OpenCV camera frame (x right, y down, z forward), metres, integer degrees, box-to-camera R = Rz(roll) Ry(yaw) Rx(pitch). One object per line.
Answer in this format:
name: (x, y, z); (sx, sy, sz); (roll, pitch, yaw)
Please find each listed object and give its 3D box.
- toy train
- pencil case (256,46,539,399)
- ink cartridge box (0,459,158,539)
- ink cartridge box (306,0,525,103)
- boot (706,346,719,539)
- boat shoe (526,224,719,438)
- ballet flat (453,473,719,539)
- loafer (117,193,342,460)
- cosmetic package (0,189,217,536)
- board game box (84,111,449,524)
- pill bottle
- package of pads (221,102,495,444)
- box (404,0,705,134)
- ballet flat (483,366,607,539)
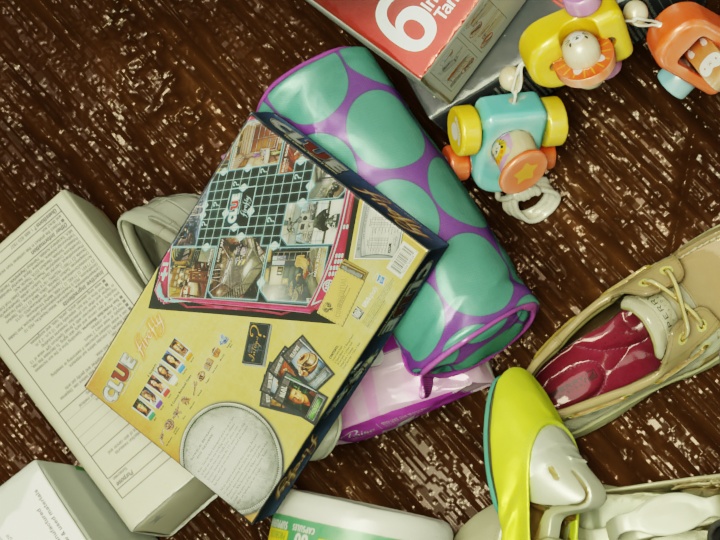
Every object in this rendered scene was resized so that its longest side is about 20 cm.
toy train: (0.145, -0.095, 1.560); (0.200, 0.150, 0.056); (-43, 43, 20)
pencil case: (0.018, -0.031, 1.545); (0.092, 0.085, 0.200); (-36, 78, 10)
ink cartridge box: (-0.233, 0.211, 1.621); (0.200, 0.146, 0.084); (-37, 77, 7)
ink cartridge box: (0.036, -0.233, 1.536); (0.175, 0.084, 0.200); (37, 93, 16)
boot: (0.244, 0.128, 1.510); (0.070, 0.131, 0.200); (-41, 75, 45)
boat shoe: (0.181, 0.035, 1.582); (0.200, 0.066, 0.074); (-39, 76, 6)
ballet flat: (0.146, 0.157, 1.576); (0.199, 0.069, 0.070); (-12, 80, 12)
loafer: (-0.082, 0.036, 1.581); (0.200, 0.070, 0.070); (52, 130, 27)
cosmetic package: (-0.154, 0.060, 1.650); (0.103, 0.087, 0.200); (-39, 75, 5)
board game box: (-0.057, 0.027, 1.515); (0.135, 0.035, 0.200); (38, 109, 14)
pill bottle: (-0.016, 0.240, 1.580); (0.112, 0.113, 0.201); (11, 86, 15)
package of pads: (0.000, 0.000, 1.626); (0.120, 0.076, 0.200); (-20, 79, 12)
box: (0.084, -0.212, 1.618); (0.182, 0.104, 0.200); (-31, 77, 9)
ballet flat: (0.112, 0.153, 1.515); (0.067, 0.067, 0.201); (-10, 73, 40)
